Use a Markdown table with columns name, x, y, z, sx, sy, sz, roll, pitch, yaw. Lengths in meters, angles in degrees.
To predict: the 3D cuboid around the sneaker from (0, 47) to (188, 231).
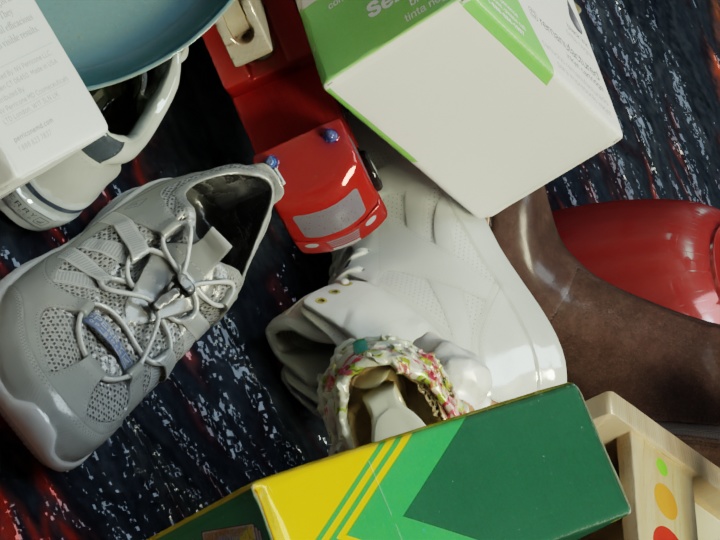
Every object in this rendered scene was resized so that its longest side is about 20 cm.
| name | x | y | z | sx | sy | sz | roll | pitch | yaw |
| --- | --- | --- | --- | --- | --- | --- | --- | --- | --- |
| sneaker | -0.105 | -0.093 | 1.218 | 0.073 | 0.071 | 0.200 | 45 | 33 | -25 |

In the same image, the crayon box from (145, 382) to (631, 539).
| name | x | y | z | sx | sy | sz | roll | pitch | yaw |
| --- | --- | --- | --- | --- | --- | --- | --- | --- | --- |
| crayon box | -0.030 | 0.116 | 1.013 | 0.172 | 0.200 | 0.058 | -15 | 78 | -46 |

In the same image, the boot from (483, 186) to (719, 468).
| name | x | y | z | sx | sy | sz | roll | pitch | yaw |
| --- | --- | --- | --- | --- | --- | --- | --- | --- | --- |
| boot | 0.143 | 0.032 | 1.341 | 0.072 | 0.166 | 0.201 | -48 | 131 | -61 |

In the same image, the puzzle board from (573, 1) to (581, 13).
| name | x | y | z | sx | sy | sz | roll | pitch | yaw |
| --- | --- | --- | --- | --- | --- | --- | --- | --- | --- |
| puzzle board | 0.000 | -0.160 | 1.396 | 0.200 | 0.017 | 0.151 | 40 | 43 | 8 |

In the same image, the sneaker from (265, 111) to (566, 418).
| name | x | y | z | sx | sy | sz | roll | pitch | yaw |
| --- | --- | --- | --- | --- | --- | --- | --- | --- | --- |
| sneaker | 0.000 | 0.000 | 1.297 | 0.115 | 0.074 | 0.200 | -11 | 47 | -29 |

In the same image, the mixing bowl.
| name | x | y | z | sx | sy | sz | roll | pitch | yaw |
| --- | --- | --- | --- | --- | --- | --- | --- | --- | --- |
| mixing bowl | 0.174 | 0.038 | 1.494 | 0.200 | 0.108 | 0.201 | 37 | 39 | -37 |

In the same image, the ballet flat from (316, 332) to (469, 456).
| name | x | y | z | sx | sy | sz | roll | pitch | yaw |
| --- | --- | --- | --- | --- | --- | --- | --- | --- | --- |
| ballet flat | 0.037 | 0.115 | 1.108 | 0.200 | 0.075 | 0.064 | 59 | -1 | 10 |

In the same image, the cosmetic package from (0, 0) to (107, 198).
| name | x | y | z | sx | sy | sz | roll | pitch | yaw |
| --- | --- | --- | --- | --- | --- | --- | --- | --- | --- |
| cosmetic package | -0.197 | -0.110 | 1.069 | 0.200 | 0.101 | 0.071 | 59 | 32 | -3 |

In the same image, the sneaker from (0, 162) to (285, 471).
| name | x | y | z | sx | sy | sz | roll | pitch | yaw |
| --- | --- | --- | --- | --- | --- | --- | --- | --- | --- |
| sneaker | -0.093 | 0.006 | 1.149 | 0.075 | 0.082 | 0.200 | 52 | 32 | -16 |

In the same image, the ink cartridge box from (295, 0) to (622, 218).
| name | x | y | z | sx | sy | sz | roll | pitch | yaw |
| --- | --- | --- | --- | --- | --- | --- | --- | --- | --- |
| ink cartridge box | 0.029 | -0.147 | 1.287 | 0.145 | 0.084 | 0.200 | 36 | 30 | -49 |

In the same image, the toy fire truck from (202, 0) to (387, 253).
| name | x | y | z | sx | sy | sz | roll | pitch | yaw |
| --- | --- | --- | --- | --- | --- | --- | --- | --- | --- |
| toy fire truck | -0.052 | -0.114 | 1.234 | 0.141 | 0.049 | 0.201 | 53 | 13 | -73 |

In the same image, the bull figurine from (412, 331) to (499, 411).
| name | x | y | z | sx | sy | sz | roll | pitch | yaw |
| --- | --- | --- | --- | --- | --- | --- | --- | --- | --- |
| bull figurine | 0.029 | 0.129 | 1.185 | 0.065 | 0.121 | 0.201 | -1 | 68 | -38 |

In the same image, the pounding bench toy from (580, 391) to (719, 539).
| name | x | y | z | sx | sy | sz | roll | pitch | yaw |
| --- | --- | --- | --- | --- | --- | --- | --- | --- | --- |
| pounding bench toy | 0.134 | 0.153 | 1.254 | 0.124 | 0.200 | 0.156 | 36 | 39 | -36 |

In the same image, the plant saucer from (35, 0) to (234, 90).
| name | x | y | z | sx | sy | sz | roll | pitch | yaw |
| --- | --- | --- | --- | --- | --- | --- | --- | --- | --- |
| plant saucer | -0.133 | -0.163 | 1.158 | 0.027 | 0.199 | 0.201 | 91 | -19 | -73 |
